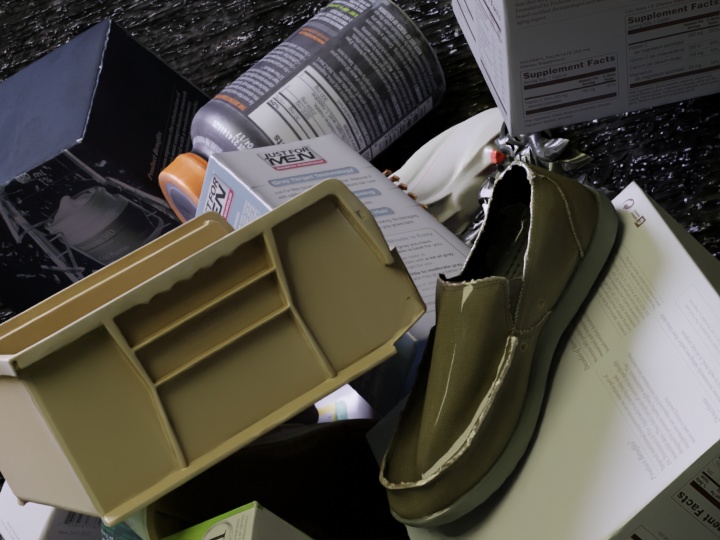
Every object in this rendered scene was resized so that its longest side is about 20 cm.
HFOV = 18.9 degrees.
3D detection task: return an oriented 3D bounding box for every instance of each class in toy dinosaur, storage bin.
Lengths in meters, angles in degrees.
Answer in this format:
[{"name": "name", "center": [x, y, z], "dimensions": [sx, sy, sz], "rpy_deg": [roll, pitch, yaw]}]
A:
[{"name": "toy dinosaur", "center": [0.089, -0.012, 1.291], "dimensions": [0.136, 0.199, 0.102], "rpy_deg": [-56, -11, -2]}, {"name": "storage bin", "center": [-0.095, 0.038, 1.105], "dimensions": [0.198, 0.094, 0.200], "rpy_deg": [-31, 8, -20]}]

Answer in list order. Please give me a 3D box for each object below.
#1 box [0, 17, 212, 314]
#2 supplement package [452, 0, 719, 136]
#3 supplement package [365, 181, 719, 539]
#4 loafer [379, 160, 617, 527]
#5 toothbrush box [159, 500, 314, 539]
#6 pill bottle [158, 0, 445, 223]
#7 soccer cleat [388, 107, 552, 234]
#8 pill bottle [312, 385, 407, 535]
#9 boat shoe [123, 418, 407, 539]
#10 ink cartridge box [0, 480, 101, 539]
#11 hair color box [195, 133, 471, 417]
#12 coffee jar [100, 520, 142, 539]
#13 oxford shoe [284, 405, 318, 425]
[{"name": "box", "center": [-0.191, -0.053, 1.597], "dimensions": [0.199, 0.196, 0.125], "rpy_deg": [-25, 41, 35]}, {"name": "supplement package", "center": [0.163, -0.185, 1.292], "dimensions": [0.199, 0.111, 0.156], "rpy_deg": [-12, 38, -6]}, {"name": "supplement package", "center": [0.141, 0.106, 1.093], "dimensions": [0.200, 0.147, 0.192], "rpy_deg": [-44, 33, 12]}, {"name": "loafer", "center": [0.056, 0.031, 1.069], "dimensions": [0.075, 0.070, 0.201], "rpy_deg": [-1, 57, 51]}, {"name": "toothbrush box", "center": [-0.099, 0.216, 1.027], "dimensions": [0.199, 0.086, 0.146], "rpy_deg": [-26, 43, 37]}, {"name": "pill bottle", "center": [-0.045, -0.099, 1.499], "dimensions": [0.200, 0.107, 0.106], "rpy_deg": [-40, 30, -17]}, {"name": "soccer cleat", "center": [0.039, -0.040, 1.403], "dimensions": [0.199, 0.070, 0.077], "rpy_deg": [-35, 21, -15]}, {"name": "pill bottle", "center": [-0.032, 0.122, 1.318], "dimensions": [0.199, 0.113, 0.113], "rpy_deg": [-23, 43, 36]}, {"name": "boat shoe", "center": [-0.043, 0.112, 1.161], "dimensions": [0.066, 0.199, 0.075], "rpy_deg": [10, 97, 50]}, {"name": "ink cartridge box", "center": [-0.148, 0.100, 1.410], "dimensions": [0.068, 0.115, 0.201], "rpy_deg": [45, 117, 45]}, {"name": "hair color box", "center": [0.000, 0.000, 1.262], "dimensions": [0.200, 0.099, 0.061], "rpy_deg": [42, 129, 36]}, {"name": "coffee jar", "center": [-0.105, 0.223, 1.261], "dimensions": [0.104, 0.085, 0.202], "rpy_deg": [16, 105, 41]}, {"name": "oxford shoe", "center": [-0.108, 0.072, 1.283], "dimensions": [0.072, 0.072, 0.199], "rpy_deg": [-29, 40, -35]}]
